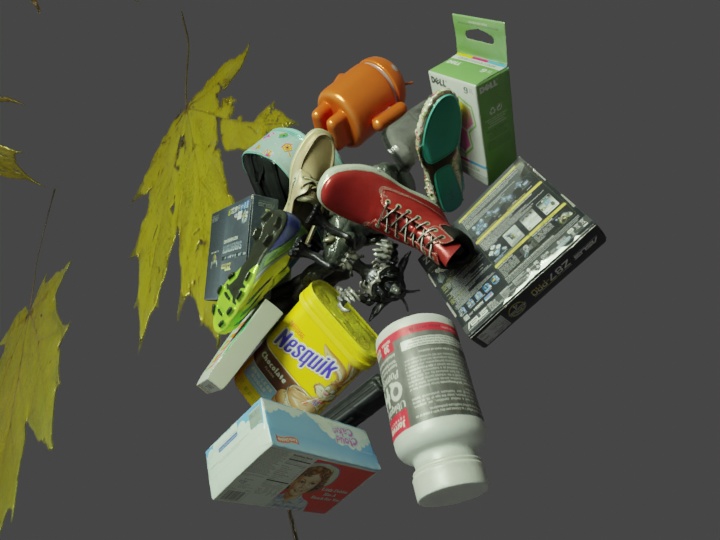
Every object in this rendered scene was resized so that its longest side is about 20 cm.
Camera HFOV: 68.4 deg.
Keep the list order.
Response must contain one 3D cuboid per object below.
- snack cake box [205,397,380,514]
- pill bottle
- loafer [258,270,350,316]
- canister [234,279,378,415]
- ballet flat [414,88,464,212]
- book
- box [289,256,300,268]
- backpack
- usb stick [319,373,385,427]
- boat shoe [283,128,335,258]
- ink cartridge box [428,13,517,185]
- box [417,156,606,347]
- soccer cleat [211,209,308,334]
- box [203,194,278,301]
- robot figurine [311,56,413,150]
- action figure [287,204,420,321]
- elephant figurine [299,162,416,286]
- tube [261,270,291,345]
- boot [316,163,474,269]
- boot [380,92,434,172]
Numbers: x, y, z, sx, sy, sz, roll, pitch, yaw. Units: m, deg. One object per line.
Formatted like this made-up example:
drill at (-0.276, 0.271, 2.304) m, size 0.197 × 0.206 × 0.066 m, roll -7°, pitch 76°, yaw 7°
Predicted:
snack cake box at (-0.082, 0.245, 0.683) m, size 0.115 × 0.199 × 0.068 m, roll -44°, pitch 43°, yaw 15°
pill bottle at (0.086, 0.163, 0.631) m, size 0.110 × 0.110 × 0.203 m, roll -33°, pitch 48°, yaw 26°
loafer at (-0.098, 0.044, 0.905) m, size 0.197 × 0.072 × 0.073 m, roll -25°, pitch 5°, yaw 10°
canister at (-0.081, 0.139, 0.798) m, size 0.149 × 0.086 × 0.200 m, roll 46°, pitch 107°, yaw 9°
ballet flat at (0.105, -0.167, 0.744) m, size 0.075 × 0.202 × 0.064 m, roll -24°, pitch 47°, yaw -10°
book at (-0.189, 0.125, 0.806) m, size 0.134 × 0.048 × 0.200 m, roll -54°, pitch 8°, yaw -25°
box at (-0.185, 0.007, 0.978) m, size 0.199 × 0.049 × 0.083 m, roll -32°, pitch 18°, yaw 47°
backpack at (-0.109, -0.155, 0.938) m, size 0.154 × 0.201 × 0.175 m, roll -48°, pitch 38°, yaw -16°
usb stick at (-0.029, 0.214, 0.757) m, size 0.199 × 0.055 × 0.033 m, roll -41°, pitch 46°, yaw 20°
boat shoe at (-0.079, -0.118, 0.820) m, size 0.065 × 0.071 × 0.204 m, roll 29°, pitch 100°, yaw 62°
ink cartridge box at (0.151, -0.230, 0.723) m, size 0.059 × 0.202 × 0.104 m, roll -30°, pitch 40°, yaw -14°
box at (0.184, -0.026, 0.688) m, size 0.200 × 0.049 × 0.162 m, roll -46°, pitch 44°, yaw 15°
soccer cleat at (-0.142, 0.010, 0.765) m, size 0.064 × 0.083 × 0.202 m, roll 32°, pitch 92°, yaw 44°
box at (-0.205, -0.029, 0.890) m, size 0.199 × 0.050 × 0.161 m, roll -6°, pitch 79°, yaw 57°
robot figurine at (0.001, -0.303, 0.950) m, size 0.200 × 0.117 × 0.143 m, roll -43°, pitch 20°, yaw -20°
action figure at (0.000, 0.000, 0.736) m, size 0.120 × 0.198 × 0.102 m, roll -58°, pitch 10°, yaw 7°
elephant figurine at (-0.007, -0.081, 0.841) m, size 0.198 × 0.154 × 0.144 m, roll -28°, pitch 80°, yaw 28°
tube at (-0.150, 0.089, 0.959) m, size 0.057 × 0.052 × 0.203 m, roll -4°, pitch 53°, yaw -1°
boot at (0.048, -0.063, 0.661) m, size 0.073 × 0.197 × 0.145 m, roll -63°, pitch 32°, yaw 21°
boot at (0.107, -0.238, 0.821) m, size 0.131 × 0.070 × 0.201 m, roll -33°, pitch 23°, yaw 29°
